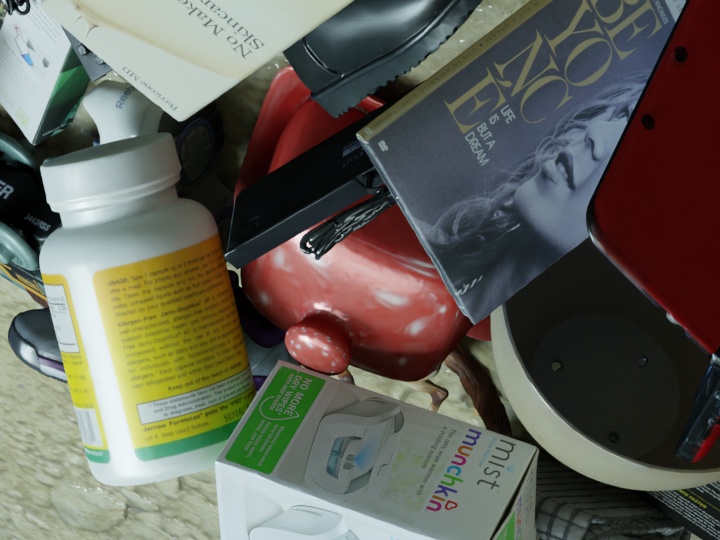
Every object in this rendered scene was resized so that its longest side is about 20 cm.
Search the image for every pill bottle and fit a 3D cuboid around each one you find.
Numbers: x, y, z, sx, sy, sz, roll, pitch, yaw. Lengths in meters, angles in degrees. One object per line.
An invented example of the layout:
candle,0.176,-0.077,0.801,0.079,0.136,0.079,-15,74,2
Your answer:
pill bottle,-0.134,0.022,1.772,0.113,0.113,0.200,-6,101,42

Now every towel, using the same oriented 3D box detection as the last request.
towel,0.115,0.177,1.915,0.165,0.086,0.200,18,-175,25

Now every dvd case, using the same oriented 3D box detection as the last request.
dvd case,0.109,-0.080,1.556,0.016,0.200,0.149,44,169,50

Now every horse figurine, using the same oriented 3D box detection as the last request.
horse figurine,0.013,0.058,1.941,0.200,0.050,0.133,13,149,25

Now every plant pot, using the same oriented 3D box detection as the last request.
plant pot,0.161,0.046,1.680,0.200,0.200,0.134,28,153,0

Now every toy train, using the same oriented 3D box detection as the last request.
toy train,-0.236,-0.035,1.936,0.200,0.085,0.114,27,157,36

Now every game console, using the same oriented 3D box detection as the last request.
game console,0.184,-0.029,1.547,0.119,0.200,0.172,26,148,4

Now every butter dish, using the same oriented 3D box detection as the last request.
butter dish,0.000,0.000,1.776,0.200,0.148,0.199,27,147,2

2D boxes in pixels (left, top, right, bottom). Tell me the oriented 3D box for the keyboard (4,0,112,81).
keyboard,-0.193,-0.198,1.632,0.127,0.021,0.200,-25,94,55

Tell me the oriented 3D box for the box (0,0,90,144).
box,-0.202,-0.185,1.705,0.144,0.036,0.200,51,147,13

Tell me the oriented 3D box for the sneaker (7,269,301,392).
sneaker,-0.126,0.028,1.864,0.200,0.074,0.088,6,123,-24

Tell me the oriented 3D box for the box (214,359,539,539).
box,0.013,0.173,1.771,0.176,0.097,0.200,19,140,17

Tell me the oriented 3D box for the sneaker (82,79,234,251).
sneaker,-0.131,-0.053,1.887,0.087,0.075,0.200,26,143,25

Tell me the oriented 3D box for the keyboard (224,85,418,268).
keyboard,0.008,-0.056,1.634,0.200,0.127,0.021,-30,114,19

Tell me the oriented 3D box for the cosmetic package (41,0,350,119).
cosmetic package,-0.065,-0.163,1.457,0.104,0.073,0.200,39,145,-15

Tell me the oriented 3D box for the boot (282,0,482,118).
boot,-0.025,-0.179,1.619,0.162,0.073,0.198,42,144,-12

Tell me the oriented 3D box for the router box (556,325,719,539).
router box,0.231,0.110,1.848,0.200,0.051,0.149,34,146,-10
